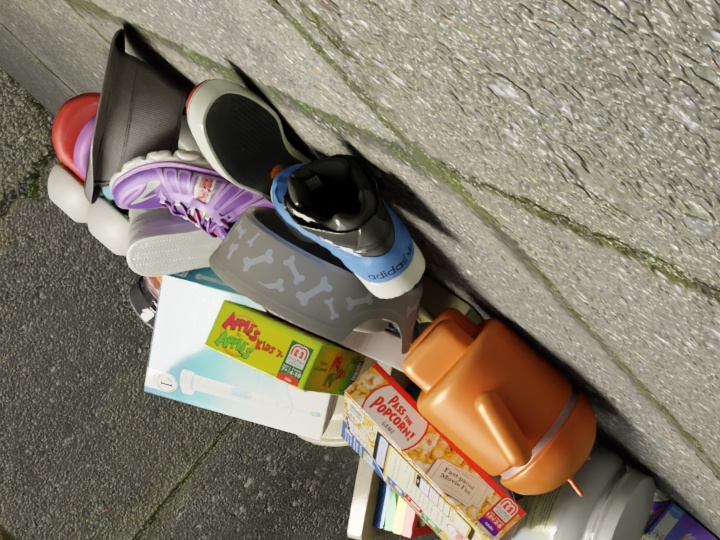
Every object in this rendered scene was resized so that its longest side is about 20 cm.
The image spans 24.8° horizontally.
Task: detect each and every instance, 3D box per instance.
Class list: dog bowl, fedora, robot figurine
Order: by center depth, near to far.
[{"bbox_3d":[-0.034,0.004,1.466,0.200,0.059,0.200,24,-169,-5],"label":"dog bowl"},{"bbox_3d":[0.132,0.125,1.491,0.200,0.117,0.144,41,159,-3],"label":"robot figurine"},{"bbox_3d":[-0.227,-0.150,1.677,0.090,0.177,0.200,11,160,-10],"label":"fedora"}]

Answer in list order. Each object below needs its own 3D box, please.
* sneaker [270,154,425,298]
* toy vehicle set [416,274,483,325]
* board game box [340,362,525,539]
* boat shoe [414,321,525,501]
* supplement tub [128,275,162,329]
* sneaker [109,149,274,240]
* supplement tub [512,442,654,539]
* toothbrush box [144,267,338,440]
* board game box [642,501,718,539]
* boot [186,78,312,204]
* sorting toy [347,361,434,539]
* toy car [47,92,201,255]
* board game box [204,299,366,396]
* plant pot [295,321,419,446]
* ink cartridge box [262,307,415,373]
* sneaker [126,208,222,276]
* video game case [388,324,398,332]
[{"bbox_3d":[-0.030,-0.063,1.354,0.200,0.077,0.111,45,172,48],"label":"sneaker"},{"bbox_3d":[0.102,0.065,1.666,0.124,0.027,0.200,35,172,40],"label":"toy vehicle set"},{"bbox_3d":[0.065,0.195,1.576,0.200,0.046,0.152,45,164,13],"label":"board game box"},{"bbox_3d":[0.118,0.133,1.590,0.200,0.066,0.070,64,174,-1],"label":"boat shoe"},{"bbox_3d":[-0.167,-0.019,1.808,0.107,0.200,0.107,38,-157,-20],"label":"supplement tub"},{"bbox_3d":[-0.151,-0.069,1.602,0.199,0.084,0.081,3,162,11],"label":"sneaker"},{"bbox_3d":[0.185,0.231,1.679,0.200,0.145,0.145,21,166,25],"label":"supplement tub"},{"bbox_3d":[-0.113,0.075,1.724,0.199,0.147,0.085,15,-154,7],"label":"toothbrush box"},{"bbox_3d":[0.383,0.327,1.738,0.200,0.045,0.134,40,174,6],"label":"board game box"},{"bbox_3d":[-0.126,-0.131,1.474,0.144,0.072,0.200,38,177,34],"label":"boot"},{"bbox_3d":[0.077,0.189,1.768,0.069,0.199,0.200,12,-177,28],"label":"sorting toy"},{"bbox_3d":[-0.273,-0.132,1.846,0.200,0.175,0.150,35,170,40],"label":"toy car"},{"bbox_3d":[-0.067,0.076,1.549,0.101,0.048,0.200,24,179,13],"label":"board game box"},{"bbox_3d":[-0.037,0.066,1.857,0.200,0.200,0.184,34,161,43],"label":"plant pot"},{"bbox_3d":[-0.037,0.044,1.562,0.200,0.037,0.095,27,180,-10],"label":"ink cartridge box"},{"bbox_3d":[-0.143,-0.056,1.695,0.116,0.199,0.074,-103,12,-53],"label":"sneaker"},{"bbox_3d":[0.000,0.000,1.660,0.143,0.018,0.200,57,178,11],"label":"video game case"}]
